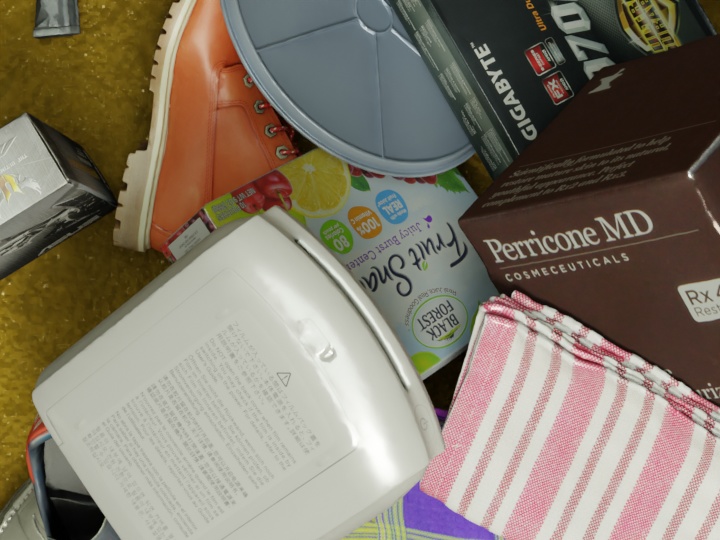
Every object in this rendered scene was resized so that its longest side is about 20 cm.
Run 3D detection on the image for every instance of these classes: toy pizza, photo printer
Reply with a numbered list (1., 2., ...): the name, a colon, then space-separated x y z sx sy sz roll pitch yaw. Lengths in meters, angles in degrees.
1. toy pizza: 0.000 -0.143 1.255 0.200 0.032 0.201 16 60 -29
2. photo printer: -0.060 0.072 1.114 0.200 0.069 0.167 -38 86 36

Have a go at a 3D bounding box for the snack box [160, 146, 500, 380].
1. snack box: 0.000 0.000 1.219 0.053 0.200 0.142 -38 86 42

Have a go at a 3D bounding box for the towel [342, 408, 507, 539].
1. towel: 0.034 0.147 1.235 0.199 0.023 0.144 8 109 28

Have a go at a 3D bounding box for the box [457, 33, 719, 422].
1. box: 0.194 0.000 1.145 0.164 0.166 0.200 -45 112 -37

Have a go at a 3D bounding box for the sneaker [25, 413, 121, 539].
1. sneaker: -0.132 0.164 1.198 0.075 0.085 0.200 -30 90 5

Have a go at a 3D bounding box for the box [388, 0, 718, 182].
1. box: 0.101 -0.169 1.261 0.159 0.046 0.200 -28 86 -23

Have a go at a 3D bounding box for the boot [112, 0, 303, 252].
1. boot: -0.075 -0.100 1.274 0.107 0.075 0.201 13 108 1

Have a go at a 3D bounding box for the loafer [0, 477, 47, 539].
1. loafer: -0.172 0.140 1.278 0.070 0.070 0.200 36 90 5

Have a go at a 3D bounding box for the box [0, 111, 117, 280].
1. box: -0.247 -0.012 1.246 0.200 0.158 0.048 -32 86 1

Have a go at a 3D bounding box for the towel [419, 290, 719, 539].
1. towel: 0.131 0.113 1.126 0.200 0.030 0.147 30 129 18

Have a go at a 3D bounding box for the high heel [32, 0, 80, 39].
1. high heel: -0.268 -0.208 1.295 0.199 0.071 0.143 -4 93 -13
